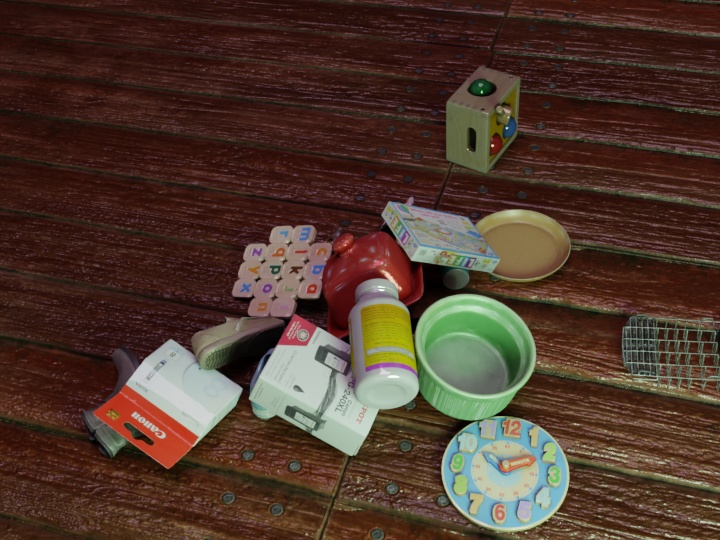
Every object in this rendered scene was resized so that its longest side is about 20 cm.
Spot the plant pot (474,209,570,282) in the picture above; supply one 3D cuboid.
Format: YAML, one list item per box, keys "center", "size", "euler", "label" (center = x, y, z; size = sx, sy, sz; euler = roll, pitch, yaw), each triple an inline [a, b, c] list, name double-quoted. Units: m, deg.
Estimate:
- center: [0.310, -0.044, 1.837]
  size: [0.198, 0.028, 0.201]
  euler: [-3, 44, 3]
  label: "plant pot"

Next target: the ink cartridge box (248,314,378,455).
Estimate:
- center: [-0.060, 0.188, 1.543]
  size: [0.199, 0.084, 0.146]
  euler: [29, 50, 0]
  label: "ink cartridge box"

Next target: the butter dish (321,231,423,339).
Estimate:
- center: [0.000, 0.000, 1.681]
  size: [0.198, 0.148, 0.200]
  euler: [-26, 24, 14]
  label: "butter dish"

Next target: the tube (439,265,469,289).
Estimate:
- center: [0.178, -0.045, 1.842]
  size: [0.077, 0.051, 0.201]
  euler: [8, 39, -8]
  label: "tube"

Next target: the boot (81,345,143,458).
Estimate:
- center: [-0.424, 0.220, 1.611]
  size: [0.130, 0.068, 0.200]
  euler: [-26, 49, -19]
  label: "boot"

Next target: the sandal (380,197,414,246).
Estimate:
- center: [0.066, -0.070, 1.849]
  size: [0.059, 0.080, 0.208]
  euler: [8, 48, 10]
  label: "sandal"

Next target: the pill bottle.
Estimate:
- center: [0.034, 0.114, 1.516]
  size: [0.103, 0.105, 0.201]
  euler: [-5, 53, 0]
  label: "pill bottle"

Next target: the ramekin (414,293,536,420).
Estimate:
- center: [0.179, 0.147, 1.541]
  size: [0.198, 0.098, 0.201]
  euler: [5, 52, -6]
  label: "ramekin"

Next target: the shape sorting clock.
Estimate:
- center: [0.226, 0.314, 1.471]
  size: [0.198, 0.039, 0.201]
  euler: [-3, 44, 3]
  label: "shape sorting clock"

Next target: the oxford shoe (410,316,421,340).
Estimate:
- center: [0.128, 0.124, 1.647]
  size: [0.198, 0.075, 0.071]
  euler: [7, 45, 13]
  label: "oxford shoe"

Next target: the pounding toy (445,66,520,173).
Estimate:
- center: [0.274, -0.328, 2.005]
  size: [0.141, 0.201, 0.184]
  euler: [22, 50, 25]
  label: "pounding toy"

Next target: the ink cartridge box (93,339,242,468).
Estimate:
- center: [-0.315, 0.215, 1.552]
  size: [0.160, 0.047, 0.200]
  euler: [33, 35, 10]
  label: "ink cartridge box"

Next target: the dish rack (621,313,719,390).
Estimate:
- center: [0.548, 0.144, 1.604]
  size: [0.198, 0.055, 0.154]
  euler: [3, 43, 11]
  label: "dish rack"

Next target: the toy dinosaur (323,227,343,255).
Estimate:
- center: [-0.101, -0.014, 1.840]
  size: [0.199, 0.061, 0.106]
  euler: [-31, 22, -23]
  label: "toy dinosaur"

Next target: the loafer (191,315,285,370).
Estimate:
- center: [-0.216, 0.113, 1.654]
  size: [0.068, 0.076, 0.199]
  euler: [44, 35, 24]
  label: "loafer"

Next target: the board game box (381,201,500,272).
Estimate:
- center: [0.151, -0.062, 1.753]
  size: [0.199, 0.034, 0.135]
  euler: [8, 36, -35]
  label: "board game box"

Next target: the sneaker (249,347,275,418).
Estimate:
- center: [-0.133, 0.159, 1.634]
  size: [0.073, 0.082, 0.201]
  euler: [10, 46, 15]
  label: "sneaker"

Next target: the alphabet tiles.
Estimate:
- center: [-0.149, 0.002, 1.794]
  size: [0.194, 0.015, 0.201]
  euler: [-1, 59, 26]
  label: "alphabet tiles"
